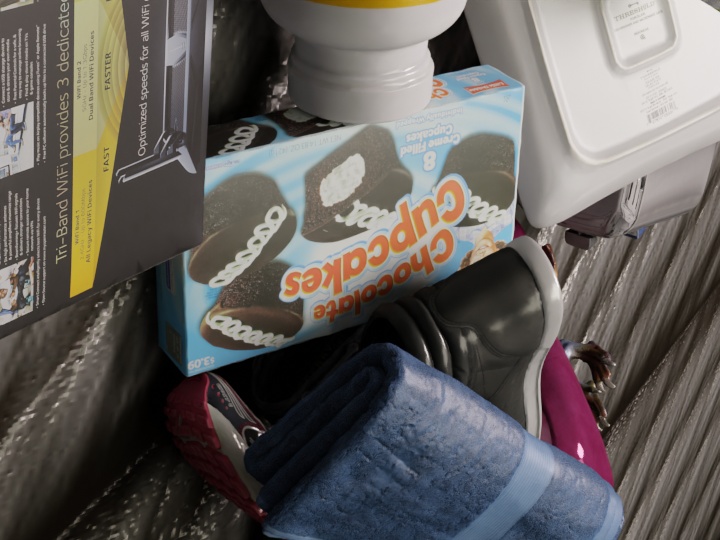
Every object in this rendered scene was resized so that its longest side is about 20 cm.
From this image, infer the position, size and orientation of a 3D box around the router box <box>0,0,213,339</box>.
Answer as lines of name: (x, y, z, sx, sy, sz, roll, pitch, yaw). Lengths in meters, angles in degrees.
router box: (-0.126, -0.084, 0.646, 0.157, 0.052, 0.201, -29, 131, -51)

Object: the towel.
towel: (0.044, 0.117, 0.817, 0.112, 0.049, 0.200, -44, 128, 16)

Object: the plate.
plate: (0.160, -0.151, 0.983, 0.199, 0.032, 0.201, -26, 108, -24)

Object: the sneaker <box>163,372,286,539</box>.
sneaker: (-0.025, 0.111, 0.870, 0.200, 0.080, 0.075, 42, 79, -34)

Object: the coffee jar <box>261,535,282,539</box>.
coffee jar: (0.019, 0.094, 0.980, 0.104, 0.085, 0.201, 24, 87, -54)

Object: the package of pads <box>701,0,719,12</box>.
package of pads: (0.168, -0.253, 0.922, 0.155, 0.199, 0.068, -63, -175, -14)

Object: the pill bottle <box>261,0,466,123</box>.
pill bottle: (0.003, -0.176, 0.764, 0.104, 0.104, 0.201, -35, 137, -47)

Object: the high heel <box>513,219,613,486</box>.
high heel: (0.116, 0.056, 1.061, 0.067, 0.096, 0.201, -44, -148, 48)

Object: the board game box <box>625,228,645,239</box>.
board game box: (0.251, -0.138, 1.299, 0.200, 0.034, 0.136, -49, 145, -35)

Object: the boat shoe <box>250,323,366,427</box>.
boat shoe: (0.000, 0.000, 0.912, 0.201, 0.071, 0.068, -57, 151, -10)

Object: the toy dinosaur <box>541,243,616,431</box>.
toy dinosaur: (0.082, 0.109, 1.107, 0.180, 0.201, 0.105, -16, 153, -12)

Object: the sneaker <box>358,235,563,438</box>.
sneaker: (0.045, 0.063, 0.878, 0.099, 0.071, 0.201, -19, 147, -15)

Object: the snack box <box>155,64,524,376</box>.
snack box: (-0.009, -0.028, 0.826, 0.199, 0.037, 0.117, -16, 124, -28)

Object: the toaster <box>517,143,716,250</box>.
toaster: (0.173, -0.116, 1.096, 0.129, 0.113, 0.201, -27, 128, -49)
